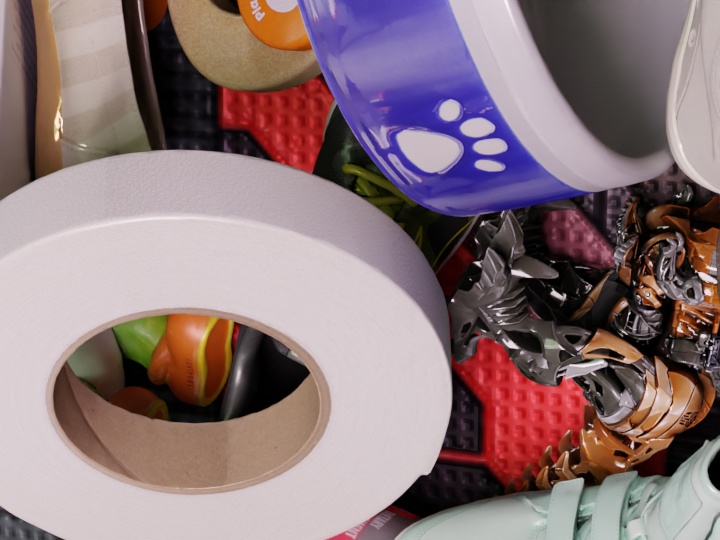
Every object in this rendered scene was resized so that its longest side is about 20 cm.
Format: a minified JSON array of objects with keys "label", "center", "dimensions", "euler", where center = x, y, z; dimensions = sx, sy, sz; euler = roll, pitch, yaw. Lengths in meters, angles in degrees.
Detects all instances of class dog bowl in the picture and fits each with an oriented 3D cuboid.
[{"label":"dog bowl","center":[0.051,-0.122,0.931],"dimensions":[0.079,0.200,0.201],"euler":[-13,97,28]}]

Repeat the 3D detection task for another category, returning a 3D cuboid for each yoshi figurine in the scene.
[{"label":"yoshi figurine","center":[-0.159,0.007,1.108],"dimensions":[0.200,0.112,0.112],"euler":[24,103,19]}]

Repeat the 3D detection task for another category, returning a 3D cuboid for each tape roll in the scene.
[{"label":"tape roll","center":[-0.064,0.038,0.970],"dimensions":[0.202,0.037,0.203],"euler":[0,136,0]}]

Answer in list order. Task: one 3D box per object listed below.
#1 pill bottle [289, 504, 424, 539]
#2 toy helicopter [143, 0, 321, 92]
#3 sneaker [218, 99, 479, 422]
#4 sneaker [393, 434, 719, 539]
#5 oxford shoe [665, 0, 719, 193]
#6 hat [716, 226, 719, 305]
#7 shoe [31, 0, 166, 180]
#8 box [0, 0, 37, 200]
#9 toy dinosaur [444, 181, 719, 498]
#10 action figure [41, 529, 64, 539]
[{"label":"pill bottle","center":[0.058,0.174,1.046],"dimensions":[0.200,0.111,0.111],"euler":[21,110,17]},{"label":"toy helicopter","center":[-0.052,-0.172,1.047],"dimensions":[0.132,0.079,0.201],"euler":[-7,89,33]},{"label":"sneaker","center":[0.000,0.000,1.035],"dimensions":[0.074,0.085,0.200],"euler":[23,118,1]},{"label":"sneaker","center":[0.101,0.091,0.959],"dimensions":[0.200,0.074,0.118],"euler":[-3,146,7]},{"label":"oxford shoe","center":[0.153,-0.126,0.913],"dimensions":[0.075,0.058,0.201],"euler":[9,87,-18]},{"label":"hat","center":[0.229,0.012,0.926],"dimensions":[0.200,0.081,0.201],"euler":[1,105,5]},{"label":"shoe","center":[-0.106,-0.120,1.036],"dimensions":[0.053,0.070,0.201],"euler":[3,111,10]},{"label":"box","center":[-0.196,-0.069,1.045],"dimensions":[0.124,0.098,0.201],"euler":[-1,72,5]},{"label":"toy dinosaur","center":[0.102,0.026,1.008],"dimensions":[0.136,0.102,0.200],"euler":[31,91,-4]},{"label":"action figure","center":[-0.104,0.184,1.118],"dimensions":[0.102,0.119,0.201],"euler":[11,118,24]}]
